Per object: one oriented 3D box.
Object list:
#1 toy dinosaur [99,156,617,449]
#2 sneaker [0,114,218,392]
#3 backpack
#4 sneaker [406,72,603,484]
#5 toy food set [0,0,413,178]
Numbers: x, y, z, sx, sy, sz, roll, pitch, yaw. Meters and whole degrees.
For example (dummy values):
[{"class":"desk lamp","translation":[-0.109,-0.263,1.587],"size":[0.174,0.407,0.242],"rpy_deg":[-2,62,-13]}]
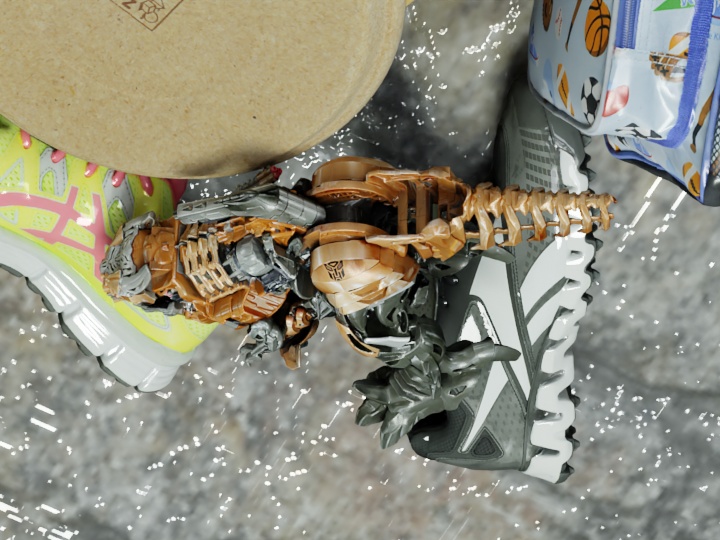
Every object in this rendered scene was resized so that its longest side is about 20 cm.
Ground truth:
[{"class":"toy dinosaur","translation":[0.000,0.000,1.118],"size":[0.199,0.103,0.136],"rpy_deg":[11,162,31]},{"class":"sneaker","translation":[-0.117,-0.039,1.174],"size":[0.090,0.078,0.200],"rpy_deg":[-36,128,14]},{"class":"backpack","translation":[0.149,-0.124,1.091],"size":[0.153,0.200,0.192],"rpy_deg":[13,99,-16]},{"class":"sneaker","translation":[0.053,0.008,1.217],"size":[0.090,0.067,0.201],"rpy_deg":[-2,122,-7]},{"class":"toy food set","translation":[-0.078,-0.118,1.066],"size":[0.197,0.049,0.200],"rpy_deg":[23,131,-10]}]
